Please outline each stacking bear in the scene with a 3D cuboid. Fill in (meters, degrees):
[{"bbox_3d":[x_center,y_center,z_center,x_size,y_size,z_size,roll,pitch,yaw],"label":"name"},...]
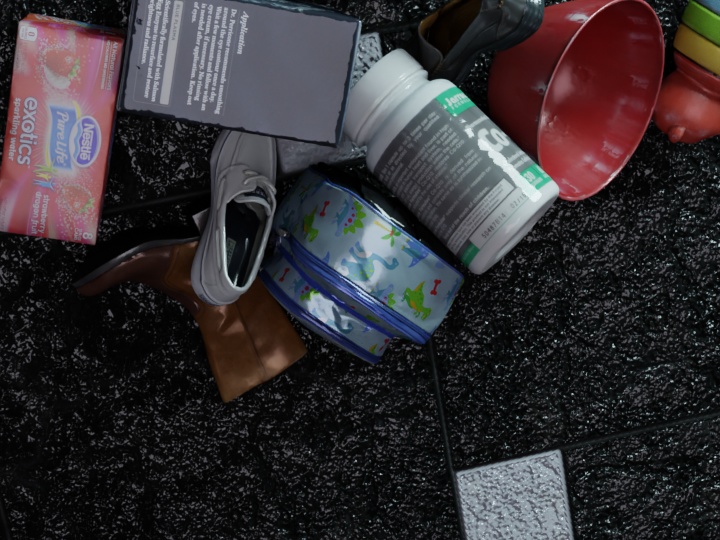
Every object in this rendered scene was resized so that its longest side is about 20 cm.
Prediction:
[{"bbox_3d":[0.364,-0.219,1.360,0.113,0.122,0.201,25,108,-15],"label":"stacking bear"}]

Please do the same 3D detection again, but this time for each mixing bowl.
[{"bbox_3d":[0.195,-0.181,1.322,0.199,0.108,0.201,-28,132,-36],"label":"mixing bowl"}]

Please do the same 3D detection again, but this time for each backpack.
[{"bbox_3d":[0.000,0.000,1.306,0.182,0.200,0.147,34,89,-15],"label":"backpack"}]

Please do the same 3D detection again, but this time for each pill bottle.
[{"bbox_3d":[0.077,-0.103,1.258,0.200,0.113,0.113,45,96,8],"label":"pill bottle"}]

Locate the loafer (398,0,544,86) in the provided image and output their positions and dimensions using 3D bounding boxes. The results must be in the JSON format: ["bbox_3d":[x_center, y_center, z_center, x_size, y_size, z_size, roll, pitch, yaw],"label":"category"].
[{"bbox_3d":[0.080,-0.223,1.287,0.072,0.200,0.073,9,62,-39],"label":"loafer"}]

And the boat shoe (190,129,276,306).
[{"bbox_3d":[-0.108,-0.064,1.311,0.073,0.065,0.202,18,69,-33],"label":"boat shoe"}]

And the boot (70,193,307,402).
[{"bbox_3d":[-0.173,0.043,1.382,0.187,0.068,0.201,-28,112,-13],"label":"boot"}]

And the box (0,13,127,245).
[{"bbox_3d":[-0.284,-0.136,1.293,0.099,0.096,0.202,9,103,-11],"label":"box"}]

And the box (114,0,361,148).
[{"bbox_3d":[-0.115,-0.197,1.248,0.198,0.197,0.118,9,103,-10],"label":"box"}]
